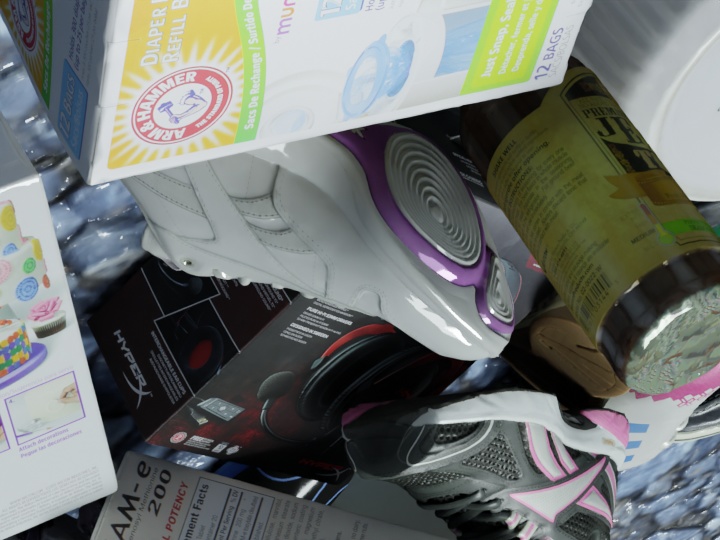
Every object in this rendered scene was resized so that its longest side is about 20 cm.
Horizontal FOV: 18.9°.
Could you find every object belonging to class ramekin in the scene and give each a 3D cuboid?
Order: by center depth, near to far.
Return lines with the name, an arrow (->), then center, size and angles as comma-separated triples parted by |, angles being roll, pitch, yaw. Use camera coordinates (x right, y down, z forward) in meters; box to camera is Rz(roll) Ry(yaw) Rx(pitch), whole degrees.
ramekin -> 0.171, -0.117, 0.937 | 0.201, 0.094, 0.203 | -22, 149, -14

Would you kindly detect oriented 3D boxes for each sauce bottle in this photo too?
sauce bottle -> 0.081, -0.044, 0.863 | 0.064, 0.200, 0.065 | -23, 148, -15

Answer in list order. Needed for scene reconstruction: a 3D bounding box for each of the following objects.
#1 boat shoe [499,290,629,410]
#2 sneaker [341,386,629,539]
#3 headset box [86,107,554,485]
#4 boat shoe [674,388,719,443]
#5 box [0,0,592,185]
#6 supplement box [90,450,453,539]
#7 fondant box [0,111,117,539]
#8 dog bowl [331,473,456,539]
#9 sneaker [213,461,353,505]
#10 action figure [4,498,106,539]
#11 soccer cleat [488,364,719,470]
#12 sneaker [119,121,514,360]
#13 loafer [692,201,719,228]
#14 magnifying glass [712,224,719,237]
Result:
boat shoe -> 0.112, 0.027, 1.068 | 0.063, 0.073, 0.200 | -51, -175, -11
sneaker -> 0.070, 0.104, 1.002 | 0.080, 0.087, 0.199 | -11, 165, 38
headset box -> 0.000, 0.000, 0.977 | 0.200, 0.075, 0.148 | -43, 147, 19
boat shoe -> 0.233, 0.023, 1.207 | 0.199, 0.075, 0.062 | -34, 144, 7
box -> -0.020, -0.120, 0.765 | 0.199, 0.102, 0.113 | -14, 145, -26
supplement box -> -0.029, 0.172, 0.984 | 0.199, 0.074, 0.127 | 15, 132, 2
fondant box -> -0.187, 0.039, 0.870 | 0.144, 0.058, 0.201 | -22, 141, -14
dog bowl -> 0.026, 0.199, 1.161 | 0.200, 0.201, 0.079 | -42, 145, 19
sneaker -> -0.071, 0.163, 1.146 | 0.200, 0.078, 0.070 | -40, 148, 15
action figure -> -0.159, 0.136, 1.045 | 0.130, 0.070, 0.200 | -35, 146, 17
soccer cleat -> 0.154, 0.061, 1.165 | 0.086, 0.070, 0.200 | 27, 139, -32
sneaker -> -0.027, -0.026, 0.859 | 0.100, 0.200, 0.075 | -46, -170, 36
loafer -> 0.240, -0.066, 1.086 | 0.200, 0.068, 0.071 | -29, 132, -10
magnifying glass -> 0.201, -0.027, 1.012 | 0.079, 0.023, 0.200 | -15, 169, -37
